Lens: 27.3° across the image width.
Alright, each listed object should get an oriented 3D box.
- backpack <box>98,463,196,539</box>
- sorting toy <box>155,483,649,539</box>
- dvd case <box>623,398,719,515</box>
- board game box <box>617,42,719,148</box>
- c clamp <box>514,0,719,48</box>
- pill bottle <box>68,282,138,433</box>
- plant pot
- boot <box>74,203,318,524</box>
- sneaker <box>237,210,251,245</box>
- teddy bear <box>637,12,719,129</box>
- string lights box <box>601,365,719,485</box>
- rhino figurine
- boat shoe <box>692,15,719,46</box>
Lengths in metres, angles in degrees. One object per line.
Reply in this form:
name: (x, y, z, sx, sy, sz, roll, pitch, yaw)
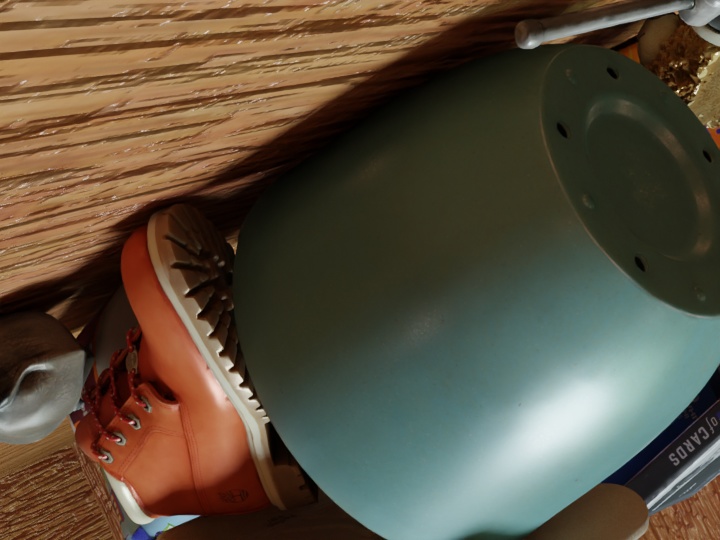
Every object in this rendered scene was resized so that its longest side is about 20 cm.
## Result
backpack: (-0.090, 0.092, 1.058, 0.133, 0.184, 0.200, 5, 138, -40)
sorting toy: (0.025, 0.138, 0.743, 0.198, 0.037, 0.184, 1, -173, 30)
dvd case: (0.264, 0.095, 1.000, 0.200, 0.025, 0.150, -48, 158, 23)
board game box: (0.170, -0.026, 1.010, 0.198, 0.202, 0.200, -26, 178, -2)
c clamp: (0.159, -0.112, 0.394, 0.169, 0.027, 0.200, -20, 174, -32)
pill bottle: (-0.114, 0.062, 0.863, 0.109, 0.111, 0.200, -26, 177, -23)
plant pot: (0.070, -0.001, 0.637, 0.200, 0.202, 0.161, -24, 169, -49)
boot: (-0.090, 0.054, 0.681, 0.106, 0.076, 0.201, -10, 137, 5)
sneaker: (0.000, 0.000, 0.799, 0.199, 0.080, 0.090, -23, 134, -59)
teddy bear: (0.141, -0.074, 0.839, 0.144, 0.067, 0.201, -3, 138, -39)
string lights box: (0.187, 0.116, 1.073, 0.199, 0.060, 0.103, -26, 176, -32)
rhino figurine: (-0.174, 0.058, 0.734, 0.086, 0.060, 0.200, -23, 179, -9)
boat shoe: (0.252, -0.169, 0.726, 0.198, 0.072, 0.068, -20, 141, 1)
